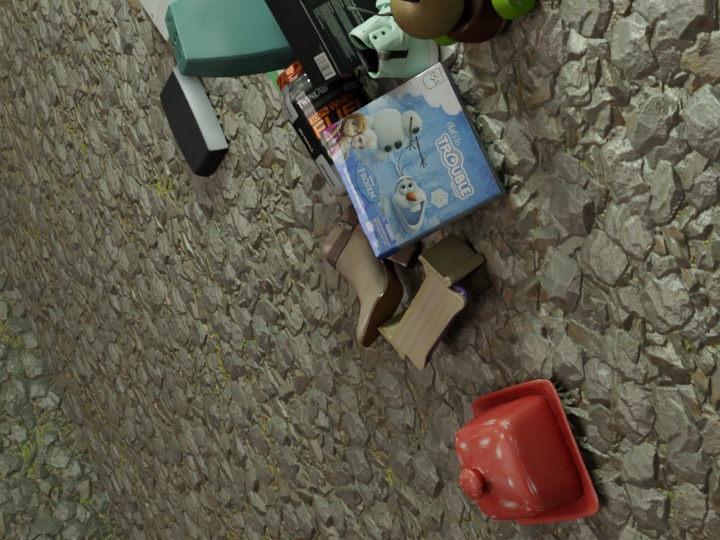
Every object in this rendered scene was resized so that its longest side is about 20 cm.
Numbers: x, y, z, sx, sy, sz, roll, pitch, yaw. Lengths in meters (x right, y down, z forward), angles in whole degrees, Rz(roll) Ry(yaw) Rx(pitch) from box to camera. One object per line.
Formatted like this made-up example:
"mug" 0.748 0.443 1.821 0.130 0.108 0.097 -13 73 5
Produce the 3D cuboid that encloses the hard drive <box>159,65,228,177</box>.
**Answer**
"hard drive" -0.331 -0.294 2.139 0.135 0.042 0.201 -42 69 54

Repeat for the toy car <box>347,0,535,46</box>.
"toy car" 0.085 -0.352 1.353 0.164 0.199 0.159 -9 98 56

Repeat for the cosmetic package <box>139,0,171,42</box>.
"cosmetic package" -0.366 -0.539 2.041 0.200 0.081 0.113 53 144 26

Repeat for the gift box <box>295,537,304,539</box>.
"gift box" -0.164 0.685 2.215 0.185 0.199 0.188 47 141 41

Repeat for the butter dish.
"butter dish" 0.202 0.274 1.521 0.200 0.147 0.201 -28 80 57

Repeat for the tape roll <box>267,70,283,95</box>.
"tape roll" -0.096 -0.373 1.751 0.200 0.048 0.202 30 128 46

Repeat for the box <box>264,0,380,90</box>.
"box" -0.049 -0.380 1.546 0.079 0.141 0.201 -14 109 55

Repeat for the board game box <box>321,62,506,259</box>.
"board game box" 0.071 -0.149 1.511 0.198 0.043 0.201 -27 80 17

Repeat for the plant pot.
"plant pot" -0.181 -0.364 1.624 0.141 0.198 0.143 166 86 -75

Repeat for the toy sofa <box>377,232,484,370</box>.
"toy sofa" 0.112 0.050 1.607 0.098 0.083 0.201 44 140 16

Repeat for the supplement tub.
"supplement tub" -0.035 -0.223 1.634 0.201 0.122 0.122 58 146 1

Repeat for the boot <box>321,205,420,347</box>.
"boot" 0.000 0.000 1.698 0.146 0.070 0.201 27 85 26

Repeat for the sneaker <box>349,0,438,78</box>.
"sneaker" 0.037 -0.362 1.495 0.074 0.117 0.202 -1 103 57
